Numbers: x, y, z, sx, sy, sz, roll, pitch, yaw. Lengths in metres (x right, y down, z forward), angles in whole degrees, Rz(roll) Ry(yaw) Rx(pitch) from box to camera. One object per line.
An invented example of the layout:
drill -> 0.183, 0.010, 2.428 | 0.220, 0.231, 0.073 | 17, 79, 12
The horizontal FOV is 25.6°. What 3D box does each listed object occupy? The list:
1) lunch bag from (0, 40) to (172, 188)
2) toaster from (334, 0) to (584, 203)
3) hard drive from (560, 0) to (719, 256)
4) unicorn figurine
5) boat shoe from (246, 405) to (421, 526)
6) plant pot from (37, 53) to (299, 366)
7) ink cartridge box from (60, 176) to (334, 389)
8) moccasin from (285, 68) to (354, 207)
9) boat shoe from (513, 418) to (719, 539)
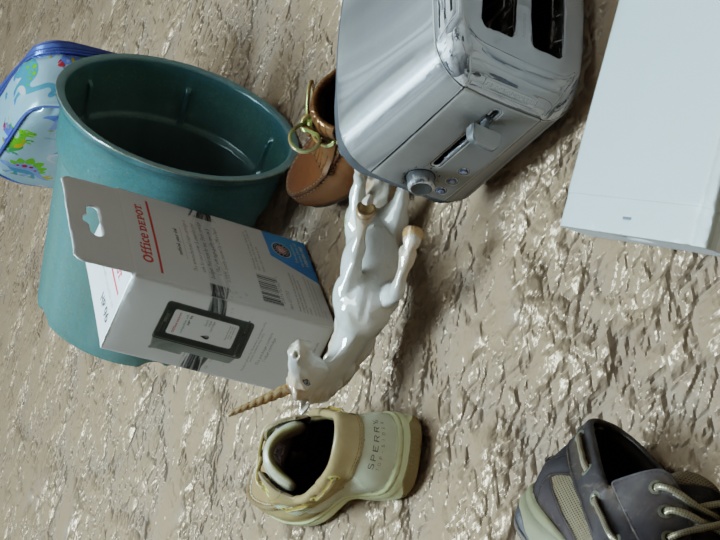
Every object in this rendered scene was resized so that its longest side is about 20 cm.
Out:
lunch bag -> -0.222, -0.130, 1.418 | 0.161, 0.198, 0.084 | -36, 51, 55
toaster -> 0.061, -0.150, 0.954 | 0.129, 0.113, 0.202 | -31, 46, 50
hard drive -> 0.169, -0.112, 0.808 | 0.132, 0.026, 0.203 | 14, 89, 65
unicorn figurine -> 0.000, 0.000, 1.017 | 0.201, 0.073, 0.138 | -57, -11, -46
boat shoe -> -0.034, 0.122, 1.040 | 0.200, 0.066, 0.075 | -30, 49, 56
plant pot -> -0.172, -0.042, 1.295 | 0.201, 0.198, 0.198 | -115, 40, -54
ink cartridge box -> -0.129, 0.011, 1.144 | 0.068, 0.198, 0.116 | -61, 28, 24
moccasin -> -0.008, -0.110, 1.103 | 0.201, 0.077, 0.075 | 138, 140, -55
boat shoe -> 0.130, 0.122, 0.698 | 0.200, 0.074, 0.074 | 40, 112, 61
